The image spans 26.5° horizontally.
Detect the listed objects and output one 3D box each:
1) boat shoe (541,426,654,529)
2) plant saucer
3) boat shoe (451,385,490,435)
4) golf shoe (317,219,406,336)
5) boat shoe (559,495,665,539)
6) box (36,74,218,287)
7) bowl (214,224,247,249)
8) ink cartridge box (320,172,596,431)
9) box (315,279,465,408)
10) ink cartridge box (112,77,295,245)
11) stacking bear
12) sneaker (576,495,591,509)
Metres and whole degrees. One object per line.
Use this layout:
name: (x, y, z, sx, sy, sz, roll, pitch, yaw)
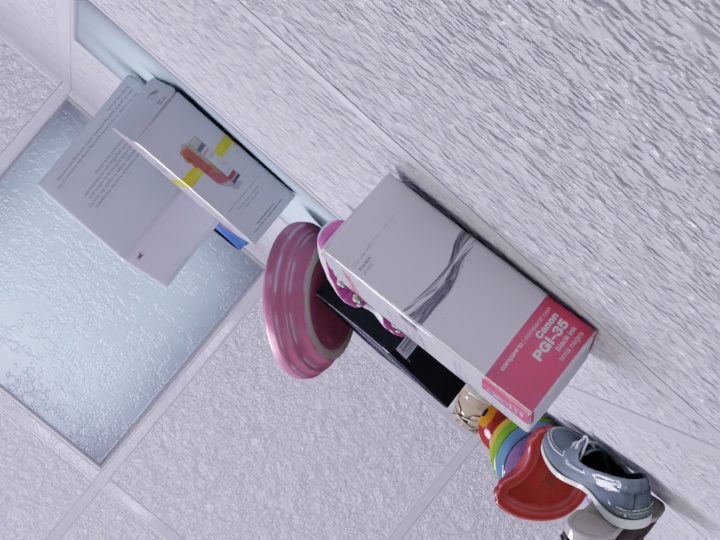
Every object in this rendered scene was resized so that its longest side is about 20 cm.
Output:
boat shoe: (0.272, 0.220, 1.749, 0.200, 0.072, 0.062, -134, 41, -58)
plant saucer: (-0.057, 0.038, 1.944, 0.051, 0.202, 0.201, -1, 155, 25)
boat shoe: (0.175, 0.214, 2.329, 0.072, 0.065, 0.200, 39, 175, 14)
golf shoe: (0.000, 0.000, 1.650, 0.091, 0.075, 0.200, 40, 176, 42)
boat shoe: (0.286, 0.298, 1.743, 0.072, 0.060, 0.200, 23, -161, 29)
box: (-0.290, -0.117, 2.086, 0.171, 0.199, 0.200, 38, 177, 16)
bowl: (-0.335, -0.120, 3.481, 0.200, 0.039, 0.201, 40, 175, 4)
ink cartridge box: (0.077, 0.027, 1.180, 0.200, 0.083, 0.147, 39, 176, 11)
box: (0.050, 0.076, 1.932, 0.141, 0.079, 0.200, 35, 174, 34)
ink cartridge box: (-0.195, -0.134, 1.870, 0.200, 0.084, 0.145, 42, 175, -23)
stacking bear: (0.209, 0.228, 1.955, 0.113, 0.122, 0.200, 31, -172, -21)
sneaker: (0.273, 0.258, 2.051, 0.099, 0.075, 0.200, 2, -163, -44)
